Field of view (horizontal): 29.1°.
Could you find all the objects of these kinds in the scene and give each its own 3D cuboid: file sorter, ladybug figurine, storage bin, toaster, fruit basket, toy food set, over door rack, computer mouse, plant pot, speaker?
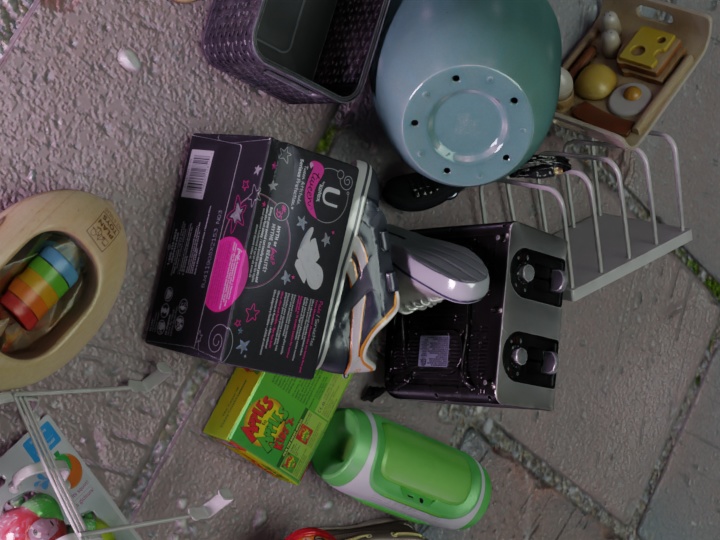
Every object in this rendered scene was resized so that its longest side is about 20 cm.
[{"bbox_3d":[0.243,-0.068,1.526,0.199,0.138,0.126,-24,113,-33],"label":"file sorter"},{"bbox_3d":[-0.281,0.012,1.176,0.200,0.072,0.136,-47,121,-24],"label":"ladybug figurine"},{"bbox_3d":[-0.051,-0.269,1.313,0.134,0.093,0.202,22,82,-37],"label":"storage bin"},{"bbox_3d":[0.114,0.052,1.424,0.118,0.199,0.183,13,79,-40],"label":"toaster"},{"bbox_3d":[-0.265,0.256,1.191,0.185,0.093,0.201,-45,112,-42],"label":"fruit basket"},{"bbox_3d":[0.279,-0.228,1.534,0.201,0.143,0.061,-51,143,-21],"label":"toy food set"},{"bbox_3d":[-0.222,0.168,1.197,0.199,0.067,0.149,-6,61,-51],"label":"over door rack"},{"bbox_3d":[0.120,-0.088,1.432,0.197,0.059,0.034,-9,74,5],"label":"computer mouse"},{"bbox_3d":[0.102,-0.175,1.338,0.201,0.199,0.162,55,20,-28],"label":"plant pot"},{"bbox_3d":[0.045,0.208,1.442,0.199,0.088,0.089,27,78,-36],"label":"speaker"}]

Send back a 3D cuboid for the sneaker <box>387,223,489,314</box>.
[{"bbox_3d":[0.060,0.008,1.363,0.072,0.200,0.072,-8,109,-28],"label":"sneaker"}]

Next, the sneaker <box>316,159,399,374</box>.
[{"bbox_3d":[0.000,0.000,1.323,0.078,0.078,0.202,13,94,-12],"label":"sneaker"}]

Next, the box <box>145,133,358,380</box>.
[{"bbox_3d":[-0.099,-0.013,1.277,0.114,0.131,0.202,16,85,-41],"label":"box"}]

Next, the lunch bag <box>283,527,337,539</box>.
[{"bbox_3d":[-0.057,0.364,1.345,0.200,0.082,0.176,-44,120,2],"label":"lunch bag"}]

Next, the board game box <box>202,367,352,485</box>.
[{"bbox_3d":[-0.062,0.096,1.370,0.101,0.047,0.202,37,72,-33],"label":"board game box"}]

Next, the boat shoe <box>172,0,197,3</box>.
[{"bbox_3d":[-0.179,-0.328,1.222,0.072,0.067,0.201,-46,120,-24],"label":"boat shoe"}]

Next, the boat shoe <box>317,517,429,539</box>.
[{"bbox_3d":[-0.013,0.301,1.422,0.198,0.059,0.073,-6,99,-37],"label":"boat shoe"}]

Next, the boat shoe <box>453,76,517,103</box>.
[{"bbox_3d":[0.103,-0.226,1.449,0.200,0.071,0.071,35,74,-35],"label":"boat shoe"}]
